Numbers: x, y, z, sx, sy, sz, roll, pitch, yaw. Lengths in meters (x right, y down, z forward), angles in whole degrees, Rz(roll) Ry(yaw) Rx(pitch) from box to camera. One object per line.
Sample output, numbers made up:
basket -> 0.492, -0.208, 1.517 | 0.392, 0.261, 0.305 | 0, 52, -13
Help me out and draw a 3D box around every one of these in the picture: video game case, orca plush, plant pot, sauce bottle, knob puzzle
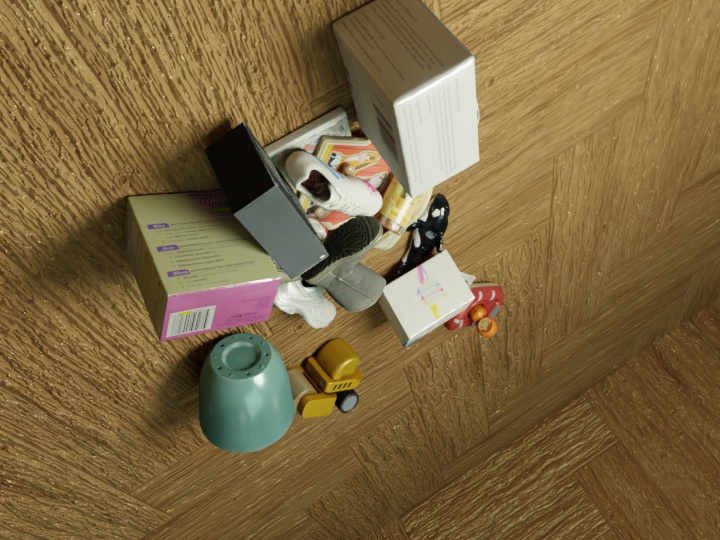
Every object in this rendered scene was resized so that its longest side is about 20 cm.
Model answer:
video game case -> -0.096, -0.157, 1.118 | 0.197, 0.023, 0.184 | -30, 147, -9
orca plush -> 0.139, -0.059, 1.405 | 0.104, 0.072, 0.201 | 9, 127, -47
plant pot -> -0.230, 0.226, 1.325 | 0.196, 0.201, 0.164 | -18, 132, -24
sauce bottle -> 0.091, -0.165, 1.189 | 0.065, 0.065, 0.204 | 19, 100, -51
knob puzzle -> -0.012, -0.144, 1.160 | 0.215, 0.031, 0.223 | -24, 145, -18

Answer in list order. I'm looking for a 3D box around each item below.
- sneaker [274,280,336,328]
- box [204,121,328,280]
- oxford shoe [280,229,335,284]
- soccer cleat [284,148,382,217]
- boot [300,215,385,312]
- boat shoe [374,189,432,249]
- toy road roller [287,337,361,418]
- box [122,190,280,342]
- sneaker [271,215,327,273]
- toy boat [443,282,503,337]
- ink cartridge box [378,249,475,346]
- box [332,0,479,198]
sneaker -> -0.096, 0.048, 1.326 | 0.100, 0.078, 0.199 | -46, 146, 10
box -> -0.138, -0.099, 1.005 | 0.078, 0.142, 0.201 | -34, 146, 1
oxford shoe -> -0.080, -0.026, 1.229 | 0.197, 0.074, 0.072 | -27, 113, -23
soccer cleat -> -0.039, -0.121, 1.072 | 0.197, 0.087, 0.070 | 23, 119, -35
boot -> 0.000, -0.002, 1.193 | 0.179, 0.074, 0.199 | -30, 145, 18
boat shoe -> 0.067, -0.116, 1.268 | 0.068, 0.074, 0.202 | -5, 137, -45
toy road roller -> -0.085, 0.240, 1.538 | 0.196, 0.123, 0.149 | -1, 120, -42
box -> -0.242, -0.015, 0.999 | 0.172, 0.202, 0.098 | -9, 141, -34
sneaker -> -0.142, -0.025, 1.145 | 0.196, 0.084, 0.078 | -26, 145, 12
toy boat -> 0.302, 0.115, 1.711 | 0.196, 0.132, 0.132 | -3, 135, -40
ink cartridge box -> 0.153, 0.058, 1.484 | 0.197, 0.127, 0.129 | -30, 169, -9
box -> 0.071, -0.260, 0.980 | 0.128, 0.202, 0.201 | -27, 146, -6
